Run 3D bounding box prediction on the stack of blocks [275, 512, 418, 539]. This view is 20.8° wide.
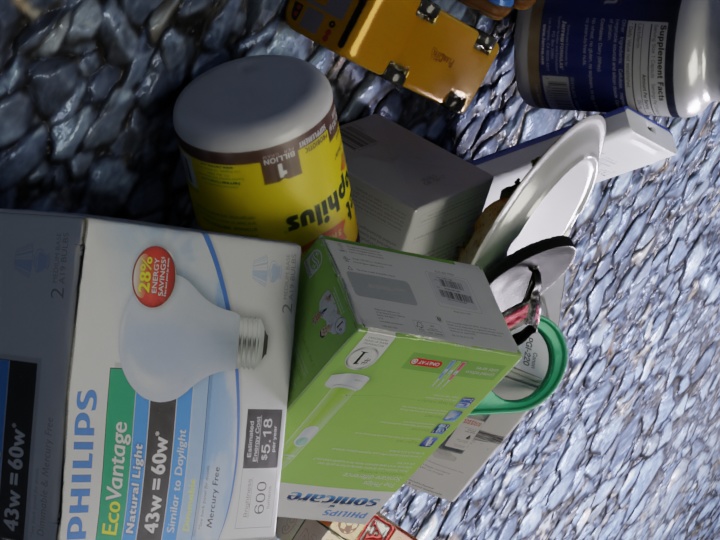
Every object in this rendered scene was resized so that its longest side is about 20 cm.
[{"bbox_3d":[-0.041,0.192,1.566,0.115,0.200,0.059,37,84,-36],"label":"stack of blocks"}]

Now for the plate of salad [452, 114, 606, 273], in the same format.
[{"bbox_3d":[0.124,-0.040,1.519,0.200,0.048,0.200,-48,161,-23],"label":"plate of salad"}]

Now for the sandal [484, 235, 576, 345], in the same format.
[{"bbox_3d":[0.091,0.049,1.470,0.200,0.045,0.075,-42,150,17],"label":"sandal"}]

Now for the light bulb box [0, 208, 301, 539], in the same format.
[{"bbox_3d":[-0.153,0.067,1.224,0.200,0.125,0.199,5,89,-53],"label":"light bulb box"}]

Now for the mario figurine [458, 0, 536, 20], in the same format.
[{"bbox_3d":[0.130,-0.303,1.521,0.124,0.106,0.200,-85,-162,-55],"label":"mario figurine"}]

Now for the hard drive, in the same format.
[{"bbox_3d":[0.156,-0.087,1.673,0.200,0.025,0.132,-19,166,23],"label":"hard drive"}]

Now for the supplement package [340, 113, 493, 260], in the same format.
[{"bbox_3d":[0.000,0.000,1.529,0.121,0.120,0.200,-24,137,-54],"label":"supplement package"}]

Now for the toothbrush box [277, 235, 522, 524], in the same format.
[{"bbox_3d":[-0.011,0.080,1.341,0.145,0.086,0.200,10,132,-37],"label":"toothbrush box"}]

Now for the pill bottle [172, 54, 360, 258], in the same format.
[{"bbox_3d":[-0.058,-0.039,1.352,0.109,0.109,0.200,-40,135,-34],"label":"pill bottle"}]

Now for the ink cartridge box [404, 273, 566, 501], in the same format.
[{"bbox_3d":[0.095,0.085,1.704,0.200,0.085,0.146,125,-17,-48],"label":"ink cartridge box"}]

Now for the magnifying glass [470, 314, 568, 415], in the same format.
[{"bbox_3d":[0.078,0.098,1.554,0.200,0.022,0.080,-27,106,-16],"label":"magnifying glass"}]

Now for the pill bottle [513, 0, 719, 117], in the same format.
[{"bbox_3d":[0.237,-0.187,1.636,0.116,0.199,0.116,6,90,-71],"label":"pill bottle"}]

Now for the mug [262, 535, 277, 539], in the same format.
[{"bbox_3d":[-0.147,0.245,1.423,0.175,0.201,0.148,-20,179,6],"label":"mug"}]

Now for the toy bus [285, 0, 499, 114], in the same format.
[{"bbox_3d":[0.029,-0.172,1.445,0.065,0.078,0.200,-63,154,6],"label":"toy bus"}]
